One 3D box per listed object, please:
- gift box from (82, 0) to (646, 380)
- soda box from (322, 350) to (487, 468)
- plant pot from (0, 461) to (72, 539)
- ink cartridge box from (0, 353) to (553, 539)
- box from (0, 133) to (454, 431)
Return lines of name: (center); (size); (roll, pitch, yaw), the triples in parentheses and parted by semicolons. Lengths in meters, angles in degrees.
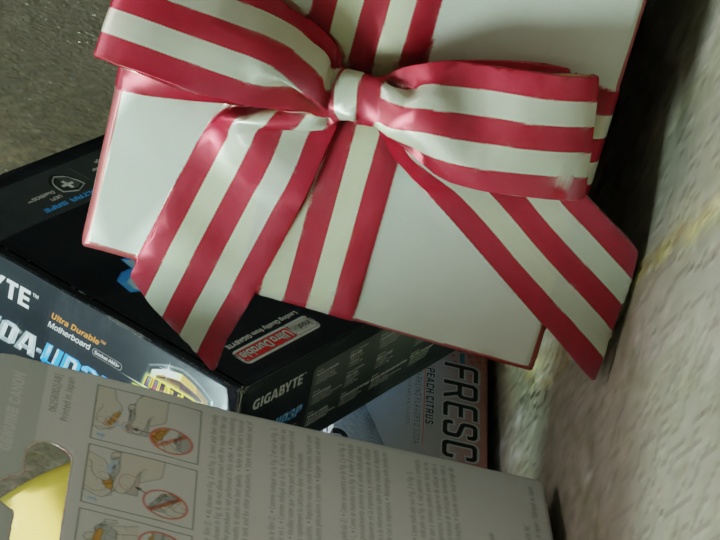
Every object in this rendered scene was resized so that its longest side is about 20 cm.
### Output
gift box: (0.012, -0.068, 0.811); (0.187, 0.183, 0.201); (-73, -6, -69)
soda box: (0.013, 0.086, 0.943); (0.201, 0.068, 0.064); (-86, 10, -51)
plant pot: (-0.069, 0.201, 1.017); (0.201, 0.199, 0.190); (112, 151, -55)
ink cartridge box: (-0.031, 0.106, 0.743); (0.163, 0.198, 0.057); (-93, 14, -62)
box: (-0.054, -0.001, 0.919); (0.200, 0.158, 0.046); (-26, -42, -51)
